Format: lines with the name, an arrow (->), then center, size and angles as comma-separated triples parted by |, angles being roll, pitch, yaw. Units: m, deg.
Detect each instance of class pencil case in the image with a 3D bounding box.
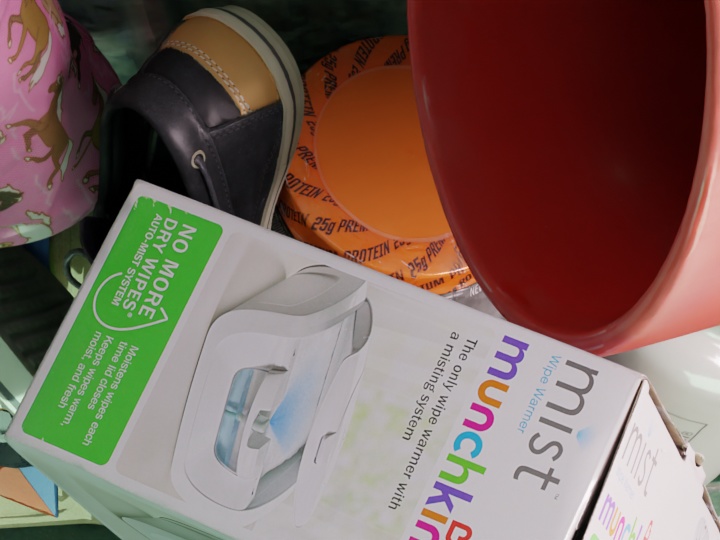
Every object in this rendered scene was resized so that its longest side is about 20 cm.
pencil case -> -0.135, -0.080, 0.919 | 0.086, 0.083, 0.200 | -16, 154, 3

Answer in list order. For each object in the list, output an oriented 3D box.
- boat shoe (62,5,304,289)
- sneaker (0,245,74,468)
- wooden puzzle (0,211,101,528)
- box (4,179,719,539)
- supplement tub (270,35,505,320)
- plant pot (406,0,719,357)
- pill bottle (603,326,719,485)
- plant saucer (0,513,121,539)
boat shoe -> -0.066, -0.003, 0.974 | 0.062, 0.075, 0.200 | -35, 152, -35
sneaker -> -0.163, 0.019, 1.021 | 0.079, 0.079, 0.200 | -35, 120, 17
wooden puzzle -> -0.185, 0.032, 1.092 | 0.199, 0.046, 0.186 | 0, 120, -4
box -> 0.013, 0.071, 0.896 | 0.176, 0.097, 0.200 | 22, 166, 21
supplement tub -> 0.000, 0.000, 1.072 | 0.122, 0.123, 0.200 | 1, 155, -12
plant pot -> 0.132, -0.080, 0.857 | 0.177, 0.201, 0.200 | -6, 158, -23
pill bottle -> 0.135, 0.013, 1.133 | 0.114, 0.115, 0.200 | 3, 155, -17
plant saucer -> -0.105, 0.090, 1.213 | 0.200, 0.201, 0.039 | -1, 125, -8
